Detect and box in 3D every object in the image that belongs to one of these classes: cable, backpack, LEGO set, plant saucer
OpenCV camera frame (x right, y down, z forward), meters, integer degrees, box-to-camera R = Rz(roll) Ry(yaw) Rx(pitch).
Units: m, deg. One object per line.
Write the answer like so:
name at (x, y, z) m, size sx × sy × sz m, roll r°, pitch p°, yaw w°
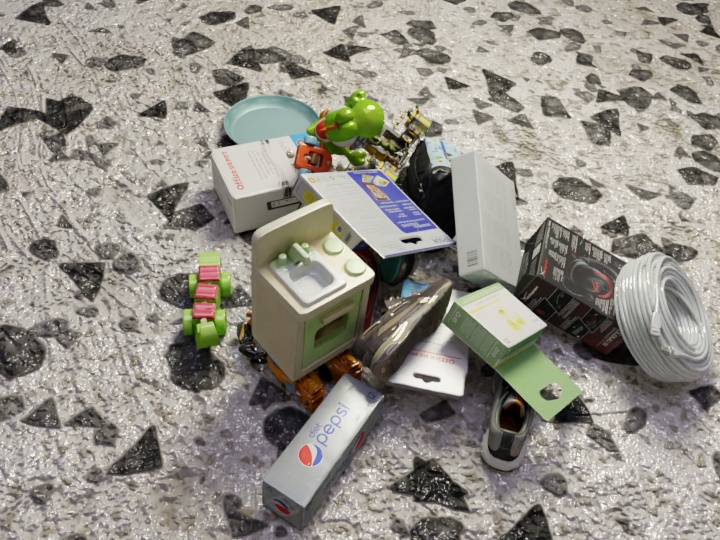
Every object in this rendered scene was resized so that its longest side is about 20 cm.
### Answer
cable at (0.468, 0.074, 1.133) m, size 0.199 × 0.069 × 0.203 m, roll 32°, pitch 49°, yaw -30°
backpack at (0.136, -0.150, 1.322) m, size 0.151 × 0.166 × 0.201 m, roll 1°, pitch 34°, yaw -16°
LEGO set at (0.029, -0.227, 1.351) m, size 0.115 × 0.154 × 0.202 m, roll 35°, pitch 75°, yaw -7°
plant saucer at (-0.178, -0.290, 1.499) m, size 0.196 × 0.028 × 0.202 m, roll 4°, pitch 45°, yaw -3°

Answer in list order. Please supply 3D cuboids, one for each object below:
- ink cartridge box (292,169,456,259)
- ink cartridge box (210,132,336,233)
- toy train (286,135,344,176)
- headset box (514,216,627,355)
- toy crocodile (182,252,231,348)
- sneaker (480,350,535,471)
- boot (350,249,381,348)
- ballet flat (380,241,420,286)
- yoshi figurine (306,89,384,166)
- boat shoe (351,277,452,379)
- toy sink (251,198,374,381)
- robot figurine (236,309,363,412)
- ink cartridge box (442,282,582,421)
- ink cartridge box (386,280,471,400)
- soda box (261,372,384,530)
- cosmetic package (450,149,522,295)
ink cartridge box at (0.024, -0.081, 1.152) m, size 0.196 × 0.047 × 0.200 m, roll -10°, pitch 52°, yaw -49°
ink cartridge box at (-0.157, -0.162, 1.334) m, size 0.197 × 0.085 × 0.147 m, roll -14°, pitch 49°, yaw -20°
toy train at (-0.068, -0.118, 1.261) m, size 0.147 × 0.055 × 0.204 m, roll 7°, pitch 86°, yaw -21°
headset box at (0.357, 0.028, 1.190) m, size 0.198 × 0.075 × 0.150 m, roll 28°, pitch 46°, yaw -4°
toy crocodile at (-0.236, 0.041, 1.141) m, size 0.066 × 0.062 × 0.202 m, roll 1°, pitch 45°, yaw -6°
sneaker at (0.221, 0.183, 1.048) m, size 0.073 × 0.080 × 0.202 m, roll 14°, pitch 44°, yaw 8°
boot at (0.000, 0.000, 1.154) m, size 0.071 × 0.146 × 0.202 m, roll 4°, pitch 44°, yaw 0°
ballet flat at (0.063, -0.034, 1.232) m, size 0.068 × 0.068 × 0.201 m, roll 24°, pitch 25°, yaw -25°
yoshi figurine at (-0.014, -0.244, 1.250) m, size 0.112 × 0.200 × 0.113 m, roll 40°, pitch 88°, yaw -12°
boat shoe at (0.062, 0.066, 1.051) m, size 0.073 × 0.075 × 0.200 m, roll 30°, pitch 48°, yaw 23°
toy sink at (-0.064, 0.029, 0.994) m, size 0.129 × 0.202 × 0.112 m, roll -28°, pitch 55°, yaw -32°
robot figurine at (-0.094, 0.108, 1.095) m, size 0.144 × 0.059 × 0.200 m, roll -28°, pitch 55°, yaw -31°
ink cartridge box at (0.230, 0.109, 1.061) m, size 0.200 × 0.048 × 0.145 m, roll 42°, pitch 31°, yaw 23°
ink cartridge box at (0.103, 0.117, 1.105) m, size 0.114 × 0.067 × 0.202 m, roll 11°, pitch 45°, yaw 3°
soda box at (-0.047, 0.234, 0.974) m, size 0.067 × 0.064 × 0.200 m, roll 26°, pitch 49°, yaw 17°
cosmetic package at (0.208, -0.072, 1.202) m, size 0.051 × 0.150 × 0.204 m, roll -15°, pitch 66°, yaw 35°
